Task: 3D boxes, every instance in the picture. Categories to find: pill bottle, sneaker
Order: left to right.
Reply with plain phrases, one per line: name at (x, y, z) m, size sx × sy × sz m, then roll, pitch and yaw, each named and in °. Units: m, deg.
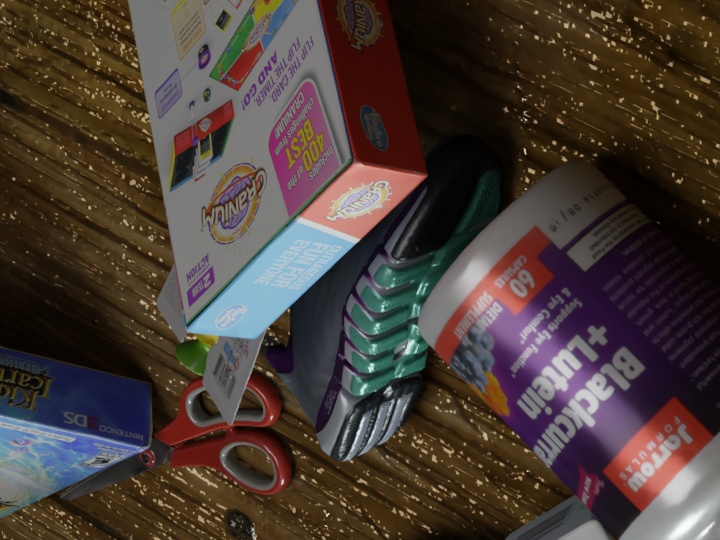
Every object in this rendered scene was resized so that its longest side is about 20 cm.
sneaker at (0.000, 0.000, 1.178) m, size 0.088 × 0.074 × 0.201 m, roll 45°, pitch 131°, yaw 26°
pill bottle at (0.130, 0.057, 1.070) m, size 0.200 × 0.111 × 0.112 m, roll 45°, pitch 133°, yaw 12°

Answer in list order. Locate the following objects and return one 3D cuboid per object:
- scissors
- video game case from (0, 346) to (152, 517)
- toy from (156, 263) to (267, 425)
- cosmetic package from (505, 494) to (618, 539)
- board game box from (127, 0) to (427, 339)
scissors at (-0.113, 0.095, 1.361) m, size 0.199 × 0.014 × 0.074 m, roll -7°, pitch 110°, yaw 42°
video game case at (-0.249, 0.088, 1.349) m, size 0.181 × 0.199 × 0.046 m, roll -25°, pitch 58°, yaw 45°
toy at (-0.035, -0.036, 1.173) m, size 0.201 × 0.047 × 0.115 m, roll -65°, pitch 33°, yaw 21°
cosmetic package at (0.142, 0.204, 1.132) m, size 0.071 × 0.101 × 0.201 m, roll -32°, pitch 91°, yaw 15°
board game box at (-0.045, -0.092, 1.114) m, size 0.153 × 0.040 × 0.201 m, roll -42°, pitch 50°, yaw 45°
